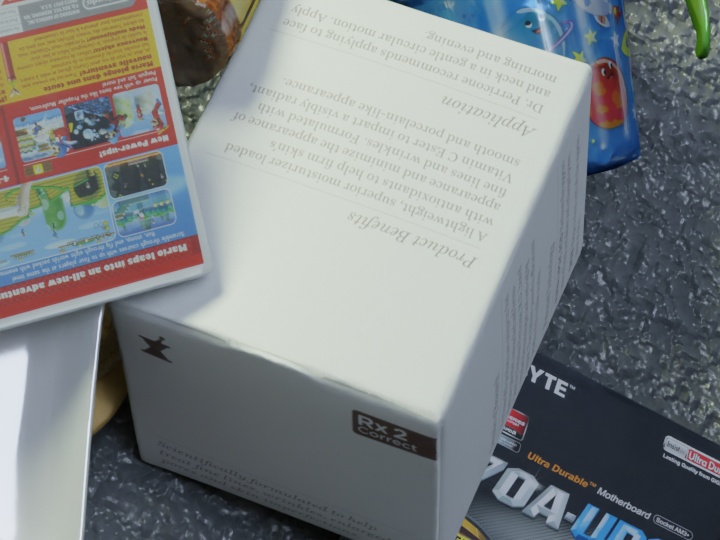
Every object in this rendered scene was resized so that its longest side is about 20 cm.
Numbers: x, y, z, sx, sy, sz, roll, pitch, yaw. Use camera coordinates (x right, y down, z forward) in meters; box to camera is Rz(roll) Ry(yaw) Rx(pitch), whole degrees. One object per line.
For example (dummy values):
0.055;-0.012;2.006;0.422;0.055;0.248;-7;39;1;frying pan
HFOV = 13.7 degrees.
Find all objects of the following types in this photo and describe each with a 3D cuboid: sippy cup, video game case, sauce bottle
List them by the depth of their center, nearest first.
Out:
-0.148;-0.079;1.268;0.142;0.017;0.201;-15;98;-24;video game case
-0.060;-0.172;1.406;0.066;0.066;0.201;32;46;-10;sauce bottle
0.083;-0.107;1.536;0.139;0.177;0.131;-12;88;-55;sippy cup

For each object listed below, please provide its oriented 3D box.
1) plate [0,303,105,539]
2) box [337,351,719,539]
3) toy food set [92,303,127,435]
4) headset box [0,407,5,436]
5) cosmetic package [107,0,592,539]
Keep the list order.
-0.211;0.033;1.283;0.199;0.032;0.201;7;78;-13;plate
0.094;0.132;1.497;0.199;0.046;0.160;28;63;-12;box
-0.177;-0.026;1.424;0.199;0.049;0.199;26;74;-7;toy food set
-0.271;0.025;1.327;0.199;0.075;0.150;-10;83;-14;headset box
0.000;0.000;1.408;0.164;0.165;0.201;20;63;13;cosmetic package
